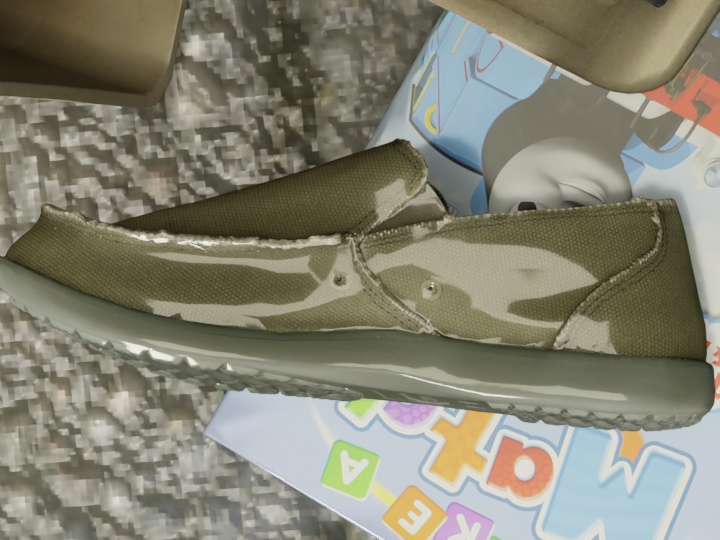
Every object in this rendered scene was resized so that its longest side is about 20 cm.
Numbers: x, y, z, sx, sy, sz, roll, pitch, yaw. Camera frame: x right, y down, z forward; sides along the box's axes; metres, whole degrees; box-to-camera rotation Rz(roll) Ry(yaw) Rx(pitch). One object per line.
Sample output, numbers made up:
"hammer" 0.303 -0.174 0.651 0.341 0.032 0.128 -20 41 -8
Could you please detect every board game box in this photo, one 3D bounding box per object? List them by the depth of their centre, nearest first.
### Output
"board game box" 0.069 -0.002 0.858 0.151 0.037 0.201 30 99 5

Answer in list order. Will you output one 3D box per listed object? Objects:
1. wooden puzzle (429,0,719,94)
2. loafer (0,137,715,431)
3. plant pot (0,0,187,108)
"wooden puzzle" 0.072 -0.141 0.738 0.037 0.200 0.186 39 101 35
"loafer" 0.000 0.000 0.820 0.199 0.075 0.070 7 83 4
"plant pot" -0.150 -0.162 0.806 0.176 0.200 0.201 14 96 18
